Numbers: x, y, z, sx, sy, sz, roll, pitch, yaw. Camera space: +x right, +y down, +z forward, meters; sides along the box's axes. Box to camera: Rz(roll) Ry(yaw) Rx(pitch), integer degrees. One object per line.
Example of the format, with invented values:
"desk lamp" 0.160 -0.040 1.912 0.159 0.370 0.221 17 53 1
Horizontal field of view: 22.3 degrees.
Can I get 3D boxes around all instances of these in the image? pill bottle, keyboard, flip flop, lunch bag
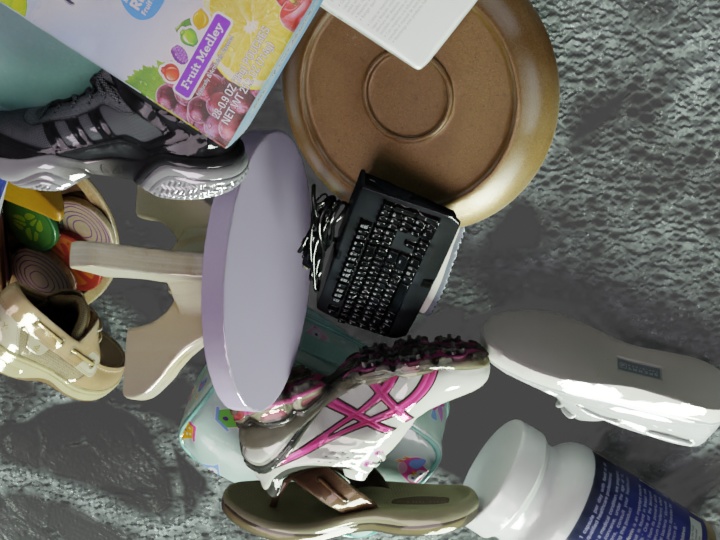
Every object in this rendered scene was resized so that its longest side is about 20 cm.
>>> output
"pill bottle" 0.182 0.209 1.460 0.199 0.116 0.116 32 130 -13
"keyboard" 0.000 0.000 1.291 0.103 0.040 0.200 23 151 1
"flip flop" -0.008 0.170 1.409 0.198 0.081 0.058 -1 109 8
"lunch bag" -0.031 0.119 1.466 0.199 0.077 0.161 28 125 -12

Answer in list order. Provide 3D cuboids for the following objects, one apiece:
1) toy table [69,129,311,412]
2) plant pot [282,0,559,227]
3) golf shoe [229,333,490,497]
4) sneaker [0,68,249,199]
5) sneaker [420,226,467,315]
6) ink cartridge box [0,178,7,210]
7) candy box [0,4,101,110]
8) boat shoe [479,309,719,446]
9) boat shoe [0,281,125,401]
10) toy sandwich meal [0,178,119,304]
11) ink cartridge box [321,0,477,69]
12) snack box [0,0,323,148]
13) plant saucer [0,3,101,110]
"toy table" -0.114 -0.001 1.335 0.116 0.202 0.184 1 161 26
"plant pot" 0.035 -0.121 1.231 0.198 0.027 0.202 6 108 20
"golf shoe" 0.006 0.107 1.372 0.198 0.073 0.093 -16 102 3
"sneaker" -0.169 -0.114 1.192 0.198 0.076 0.115 6 117 13
"sneaker" 0.039 -0.050 1.311 0.081 0.070 0.201 16 130 -2
"ink cartridge box" -0.309 -0.027 1.299 0.093 0.045 0.200 19 155 -8
"candy box" -0.251 -0.185 1.280 0.200 0.061 0.136 38 126 -16
"boat shoe" 0.183 0.087 1.397 0.198 0.072 0.069 12 132 -7
"boat shoe" -0.229 0.052 1.422 0.065 0.200 0.071 -45 70 9
"toy sandwich meal" -0.288 -0.025 1.417 0.203 0.071 0.206 7 131 9
"ink cartridge box" 0.027 -0.248 1.119 0.173 0.044 0.200 31 114 -21
"snack box" -0.115 -0.199 1.075 0.199 0.068 0.169 32 109 0
"plant saucer" -0.225 -0.160 1.231 0.198 0.036 0.201 5 128 7
